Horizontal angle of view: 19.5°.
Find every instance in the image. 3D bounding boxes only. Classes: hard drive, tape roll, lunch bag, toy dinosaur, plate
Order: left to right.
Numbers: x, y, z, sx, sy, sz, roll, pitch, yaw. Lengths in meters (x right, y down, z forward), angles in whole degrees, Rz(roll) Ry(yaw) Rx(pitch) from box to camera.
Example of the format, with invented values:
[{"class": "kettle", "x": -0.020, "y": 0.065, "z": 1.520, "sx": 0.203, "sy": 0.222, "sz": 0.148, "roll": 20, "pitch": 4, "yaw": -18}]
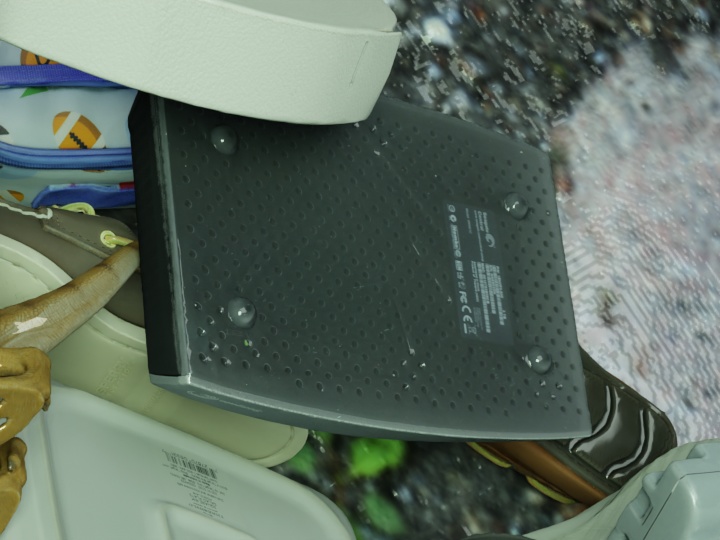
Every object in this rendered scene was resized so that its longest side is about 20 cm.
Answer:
[{"class": "toy dinosaur", "x": -0.130, "y": 0.032, "z": 0.699, "sx": 0.199, "sy": 0.061, "sz": 0.106, "roll": -27, "pitch": 39, "yaw": -20}, {"class": "tape roll", "x": -0.084, "y": -0.106, "z": 0.742, "sx": 0.201, "sy": 0.037, "sz": 0.203, "roll": 20, "pitch": 15, "yaw": -6}, {"class": "lunch bag", "x": -0.097, "y": -0.099, "z": 0.878, "sx": 0.199, "sy": 0.076, "sz": 0.161, "roll": -4, "pitch": 69, "yaw": -32}, {"class": "plate", "x": -0.056, "y": 0.114, "z": 0.734, "sx": 0.199, "sy": 0.032, "sz": 0.200, "roll": 26, "pitch": 24, "yaw": -31}, {"class": "hard drive", "x": 0.000, "y": 0.000, "z": 0.788, "sx": 0.199, "sy": 0.042, "sz": 0.136, "roll": 10, "pitch": 64, "yaw": -40}]

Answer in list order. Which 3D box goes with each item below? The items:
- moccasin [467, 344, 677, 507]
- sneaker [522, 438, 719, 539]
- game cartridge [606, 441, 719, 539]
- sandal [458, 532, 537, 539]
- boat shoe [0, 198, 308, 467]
[{"class": "moccasin", "x": 0.045, "y": 0.032, "z": 0.898, "sx": 0.201, "sy": 0.078, "sz": 0.074, "roll": 34, "pitch": 66, "yaw": -16}, {"class": "sneaker", "x": 0.083, "y": 0.135, "z": 0.841, "sx": 0.199, "sy": 0.073, "sz": 0.072, "roll": -23, "pitch": 40, "yaw": -12}, {"class": "game cartridge", "x": 0.131, "y": 0.143, "z": 0.804, "sx": 0.132, "sy": 0.201, "sz": 0.042, "roll": 0, "pitch": 40, "yaw": -29}, {"class": "sandal", "x": 0.060, "y": 0.177, "z": 0.750, "sx": 0.074, "sy": 0.201, "sz": 0.045, "roll": 0, "pitch": 34, "yaw": 8}, {"class": "boat shoe", "x": -0.106, "y": 0.011, "z": 0.813, "sx": 0.199, "sy": 0.072, "sz": 0.060, "roll": 26, "pitch": 45, "yaw": -20}]
